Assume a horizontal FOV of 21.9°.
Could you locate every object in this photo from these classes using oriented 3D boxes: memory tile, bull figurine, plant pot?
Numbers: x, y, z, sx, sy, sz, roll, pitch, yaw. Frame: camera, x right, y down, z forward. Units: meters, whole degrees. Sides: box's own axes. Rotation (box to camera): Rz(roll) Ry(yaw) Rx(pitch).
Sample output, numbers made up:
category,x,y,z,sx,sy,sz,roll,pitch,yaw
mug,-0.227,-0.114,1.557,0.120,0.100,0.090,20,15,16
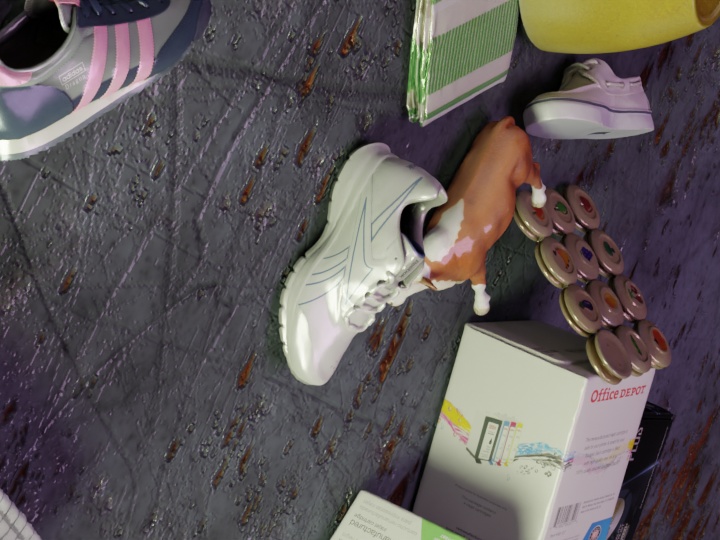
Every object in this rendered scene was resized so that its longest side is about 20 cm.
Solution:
category,x,y,z,sx,sy,sz,roll,pitch,yaw
memory tile,0.218,0.009,1.739,0.017,0.201,0.153,-34,165,31
bull figurine,0.095,-0.036,1.616,0.201,0.065,0.122,-56,151,-15
plant pot,0.244,-0.274,1.606,0.200,0.141,0.201,-40,139,-47

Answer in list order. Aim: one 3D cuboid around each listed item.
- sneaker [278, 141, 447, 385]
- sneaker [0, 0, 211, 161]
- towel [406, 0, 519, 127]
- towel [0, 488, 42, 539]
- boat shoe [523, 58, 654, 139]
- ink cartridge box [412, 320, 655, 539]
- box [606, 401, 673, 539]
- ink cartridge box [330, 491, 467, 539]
category,x,y,z,sx,sy,sz,roll,pitch,yaw
sneaker,0.000,0.000,1.471,0.074,0.087,0.201,19,94,-60
sneaker,-0.165,-0.149,1.143,0.200,0.070,0.082,-44,144,-36
towel,0.088,-0.233,1.527,0.152,0.023,0.201,-31,131,-46
towel,-0.286,0.205,1.166,0.166,0.085,0.200,-53,147,-21
boat shoe,0.211,-0.162,1.727,0.199,0.071,0.070,-4,85,-52
ink cartridge box,0.165,0.163,1.764,0.147,0.144,0.202,-1,110,-55
box,0.236,0.229,1.970,0.163,0.086,0.201,8,102,-57
ink cartridge box,0.017,0.317,1.617,0.201,0.145,0.084,-56,146,-19
